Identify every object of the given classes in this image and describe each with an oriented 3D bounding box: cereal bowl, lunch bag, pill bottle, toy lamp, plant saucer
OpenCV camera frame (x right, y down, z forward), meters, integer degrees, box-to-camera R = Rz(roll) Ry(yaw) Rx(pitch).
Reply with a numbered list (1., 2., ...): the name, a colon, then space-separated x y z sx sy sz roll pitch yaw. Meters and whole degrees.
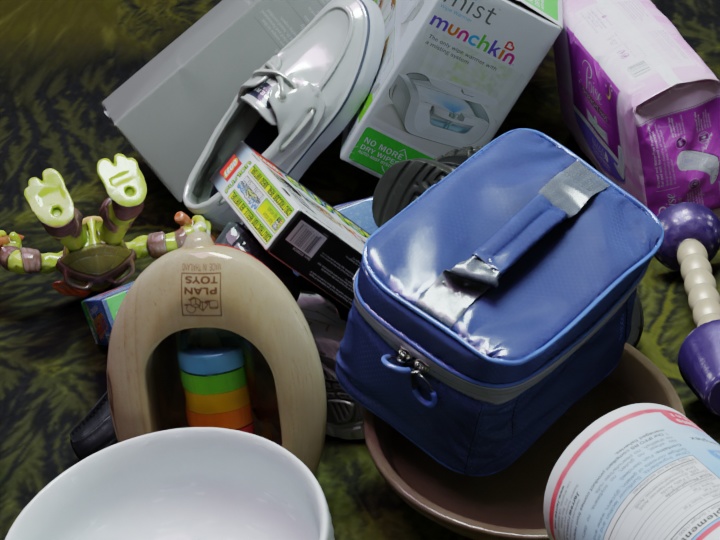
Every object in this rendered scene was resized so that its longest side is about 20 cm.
1. cereal bowl: -0.107 0.187 1.571 0.199 0.084 0.201 -9 37 7
2. lunch bag: 0.079 0.015 1.620 0.136 0.133 0.200 34 49 19
3. pill bottle: 0.193 0.162 1.487 0.108 0.109 0.200 -23 34 -17
4. toy lamp: 0.223 0.026 1.743 0.058 0.058 0.200 -11 32 2
5. plant saucer: 0.100 0.101 1.657 0.199 0.030 0.201 0 40 0

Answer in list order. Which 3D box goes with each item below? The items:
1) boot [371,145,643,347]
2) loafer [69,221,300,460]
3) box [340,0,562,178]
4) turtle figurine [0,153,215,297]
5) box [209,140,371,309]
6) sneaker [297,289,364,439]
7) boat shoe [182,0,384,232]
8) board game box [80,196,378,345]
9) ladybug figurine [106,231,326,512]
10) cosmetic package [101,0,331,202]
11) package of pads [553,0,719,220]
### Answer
1. boot: 0.117 -0.016 1.827 0.211 0.080 0.158 38 14 14
2. loafer: -0.122 0.048 1.735 0.201 0.070 0.068 -44 -8 25
3. box: 0.067 -0.179 1.991 0.096 0.177 0.200 26 30 -12
4. turtle figurine: -0.198 -0.019 1.903 0.199 0.161 0.065 -2 67 -2
5. box: 0.000 0.000 1.744 0.035 0.200 0.110 -50 33 6
6. sneaker: -0.030 0.049 1.781 0.199 0.078 0.099 12 36 32
7. boat shoe: -0.056 -0.115 1.939 0.073 0.065 0.201 34 96 36
8. board game box: -0.088 0.001 1.854 0.199 0.035 0.135 -21 3 -11
9. ladybug figurine: -0.085 0.067 1.657 0.135 0.201 0.072 1 23 8
10. cosmetic package: -0.093 -0.151 2.025 0.200 0.090 0.107 -42 16 3
11. package of pads: 0.198 -0.119 1.920 0.075 0.121 0.200 -17 31 -7
